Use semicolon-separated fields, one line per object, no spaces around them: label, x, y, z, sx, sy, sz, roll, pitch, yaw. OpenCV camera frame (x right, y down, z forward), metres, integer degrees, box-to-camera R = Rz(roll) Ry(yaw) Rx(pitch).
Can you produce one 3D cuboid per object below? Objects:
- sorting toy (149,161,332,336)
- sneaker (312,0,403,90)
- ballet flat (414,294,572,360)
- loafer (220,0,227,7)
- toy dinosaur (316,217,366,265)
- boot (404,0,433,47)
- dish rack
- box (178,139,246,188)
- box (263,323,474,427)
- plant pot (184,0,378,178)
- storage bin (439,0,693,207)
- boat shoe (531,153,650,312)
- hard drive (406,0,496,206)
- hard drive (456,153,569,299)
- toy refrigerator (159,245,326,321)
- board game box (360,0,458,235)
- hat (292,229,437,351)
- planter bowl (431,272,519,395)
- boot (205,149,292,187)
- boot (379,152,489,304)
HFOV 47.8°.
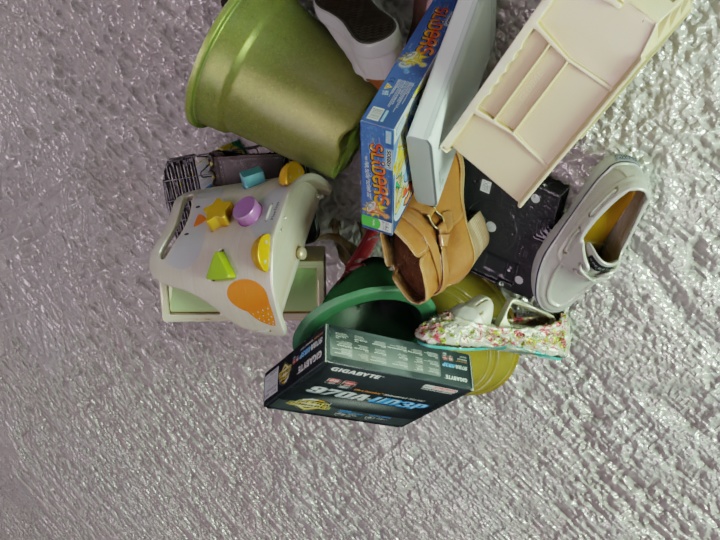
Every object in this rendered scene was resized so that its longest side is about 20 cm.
sorting toy;-0.150;-0.042;0.932;0.177;0.202;0.107;2;148;23
sneaker;-0.001;-0.255;0.884;0.072;0.201;0.085;-21;133;1
ballet flat;0.155;0.061;0.935;0.076;0.197;0.065;-149;67;-67
loafer;-0.140;-0.383;0.961;0.071;0.073;0.202;28;127;19
toy dinosaur;-0.008;-0.019;1.034;0.057;0.102;0.201;-13;145;6
boot;0.039;-0.344;0.864;0.200;0.064;0.187;47;133;11
dish rack;-0.164;-0.096;1.091;0.197;0.055;0.156;-7;103;14
box;-0.170;-0.072;1.171;0.116;0.048;0.202;-23;97;41
box;0.007;0.129;0.946;0.159;0.197;0.047;-39;45;48
plant pot;-0.073;-0.210;0.945;0.183;0.201;0.202;31;130;4
storage bin;0.195;-0.186;0.733;0.094;0.200;0.199;41;131;7
boat shoe;0.244;-0.022;0.861;0.070;0.070;0.202;14;126;-16
hard drive;0.092;-0.181;0.789;0.026;0.203;0.132;17;162;14
hard drive;0.133;-0.069;0.953;0.198;0.038;0.142;24;126;23
toy refrigerator;-0.141;0.017;0.991;0.196;0.070;0.077;0;109;0
board game box;0.052;-0.153;0.797;0.034;0.201;0.136;17;144;14
hat;0.000;0.000;0.985;0.197;0.178;0.166;-23;144;11
planter bowl;0.096;0.091;1.036;0.198;0.083;0.203;17;122;29
boot;-0.171;-0.066;1.042;0.196;0.069;0.177;-9;104;4
boot;0.059;-0.074;0.876;0.073;0.154;0.202;-29;95;42
